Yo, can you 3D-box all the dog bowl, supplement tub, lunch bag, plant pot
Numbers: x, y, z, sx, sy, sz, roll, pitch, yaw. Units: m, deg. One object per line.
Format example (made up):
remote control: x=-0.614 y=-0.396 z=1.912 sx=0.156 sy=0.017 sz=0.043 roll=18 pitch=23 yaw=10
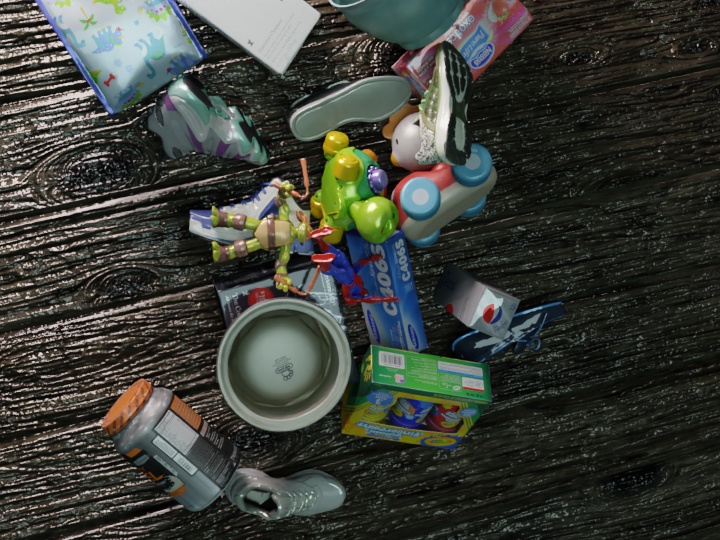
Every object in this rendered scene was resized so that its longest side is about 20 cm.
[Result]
dog bowl: x=-0.117 y=0.131 z=1.486 sx=0.198 sy=0.074 sz=0.202 roll=-2 pitch=100 yaw=-12
supplement tub: x=-0.293 y=0.267 z=1.554 sx=0.200 sy=0.123 sz=0.123 roll=44 pitch=89 yaw=-15
lunch bag: x=-0.343 y=-0.352 z=1.433 sx=0.169 sy=0.127 sz=0.201 roll=-34 pitch=114 yaw=-4
plant pot: x=0.070 y=-0.414 z=1.486 sx=0.200 sy=0.200 sz=0.134 roll=-46 pitch=122 yaw=-1

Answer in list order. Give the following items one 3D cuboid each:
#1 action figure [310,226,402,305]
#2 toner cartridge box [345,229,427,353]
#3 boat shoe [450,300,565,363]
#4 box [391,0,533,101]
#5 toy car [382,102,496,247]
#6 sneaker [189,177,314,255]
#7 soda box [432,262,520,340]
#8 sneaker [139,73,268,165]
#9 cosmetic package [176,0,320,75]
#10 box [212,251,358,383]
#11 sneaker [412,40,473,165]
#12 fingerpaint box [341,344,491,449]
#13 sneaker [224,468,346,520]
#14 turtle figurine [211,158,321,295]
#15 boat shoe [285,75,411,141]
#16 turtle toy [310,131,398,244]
action figure: x=0.000 y=0.000 z=1.491 sx=0.098 sy=0.200 sz=0.066 roll=-7 pitch=66 yaw=12
toner cartridge box: x=0.042 y=0.032 z=1.579 sx=0.043 sy=0.095 sz=0.201 roll=-29 pitch=117 yaw=-34
boat shoe: x=0.250 y=0.110 z=1.670 sx=0.199 sy=0.084 sz=0.069 roll=-23 pitch=85 yaw=7
box: x=0.155 y=-0.350 z=1.553 sx=0.200 sy=0.100 sz=0.095 roll=-46 pitch=105 yaw=-2
toy car: x=0.093 y=-0.168 z=1.562 sx=0.176 sy=0.184 sz=0.201 roll=-33 pitch=76 yaw=-4
sneaker: x=-0.162 y=-0.091 z=1.549 sx=0.198 sy=0.081 sz=0.116 roll=8 pitch=88 yaw=-12
soda box: x=0.178 y=0.046 z=1.575 sx=0.063 sy=0.200 sz=0.069 roll=21 pitch=96 yaw=-15
sneaker: x=-0.244 y=-0.196 z=1.513 sx=0.139 sy=0.078 sz=0.200 roll=-34 pitch=132 yaw=22
cosmetic package: x=-0.171 y=-0.393 z=1.485 sx=0.199 sy=0.081 sz=0.113 roll=33 pitch=94 yaw=-16
box: x=-0.117 y=0.093 z=1.570 sx=0.181 sy=0.104 sz=0.202 roll=-16 pitch=103 yaw=-10
sneaker: x=0.109 y=-0.241 z=1.465 sx=0.077 sy=0.088 sz=0.202 roll=26 pitch=62 yaw=-47
fingerpaint box: x=0.085 y=0.207 z=1.603 sx=0.198 sy=0.074 sz=0.167 roll=11 pitch=141 yaw=-14
sneaker: x=-0.117 y=0.372 z=1.621 sx=0.198 sy=0.099 sz=0.079 roll=2 pitch=99 yaw=-12
turtle figurine: x=-0.138 y=-0.064 z=1.482 sx=0.160 sy=0.064 sz=0.202 roll=-1 pitch=100 yaw=-6
boat shoe: x=-0.021 y=-0.261 z=1.551 sx=0.199 sy=0.060 sz=0.076 roll=-16 pitch=123 yaw=-11
turtle toy: x=-0.006 y=-0.111 z=1.516 sx=0.100 sy=0.200 sz=0.147 roll=4 pitch=122 yaw=-19
